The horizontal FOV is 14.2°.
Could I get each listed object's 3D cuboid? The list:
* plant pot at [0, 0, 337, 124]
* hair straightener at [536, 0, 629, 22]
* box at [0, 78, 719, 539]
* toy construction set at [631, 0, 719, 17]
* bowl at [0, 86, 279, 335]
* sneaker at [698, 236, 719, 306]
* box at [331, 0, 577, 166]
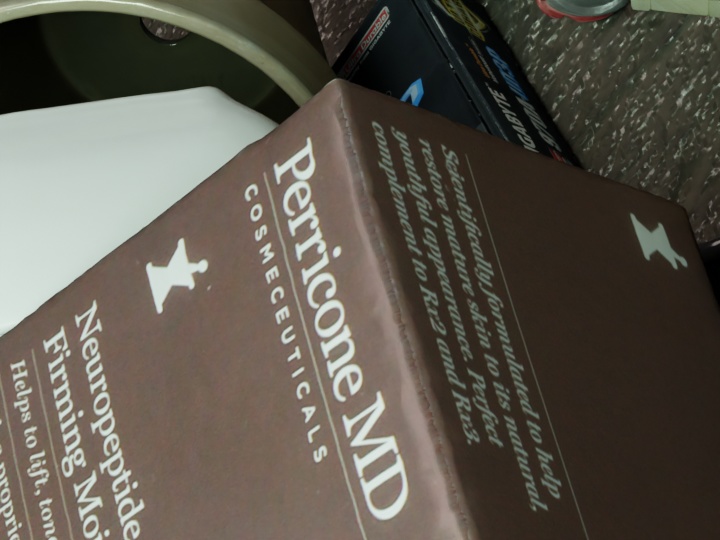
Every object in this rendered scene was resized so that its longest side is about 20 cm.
[{"bbox_3d":[-0.087,-0.059,1.136,0.200,0.200,0.174,-47,18,29],"label":"plant pot"},{"bbox_3d":[0.089,-0.194,1.081,0.077,0.041,0.201,-107,21,-85],"label":"hair straightener"},{"bbox_3d":[-0.002,0.079,0.846,0.200,0.164,0.166,-36,55,31],"label":"box"},{"bbox_3d":[0.127,-0.172,1.017,0.092,0.131,0.200,19,70,15],"label":"toy construction set"},{"bbox_3d":[-0.108,-0.007,0.960,0.200,0.199,0.075,151,110,-76],"label":"bowl"},{"bbox_3d":[0.161,0.008,0.859,0.199,0.083,0.071,-9,76,57],"label":"sneaker"},{"bbox_3d":[0.000,0.000,1.161,0.200,0.046,0.159,-54,32,21],"label":"box"}]
